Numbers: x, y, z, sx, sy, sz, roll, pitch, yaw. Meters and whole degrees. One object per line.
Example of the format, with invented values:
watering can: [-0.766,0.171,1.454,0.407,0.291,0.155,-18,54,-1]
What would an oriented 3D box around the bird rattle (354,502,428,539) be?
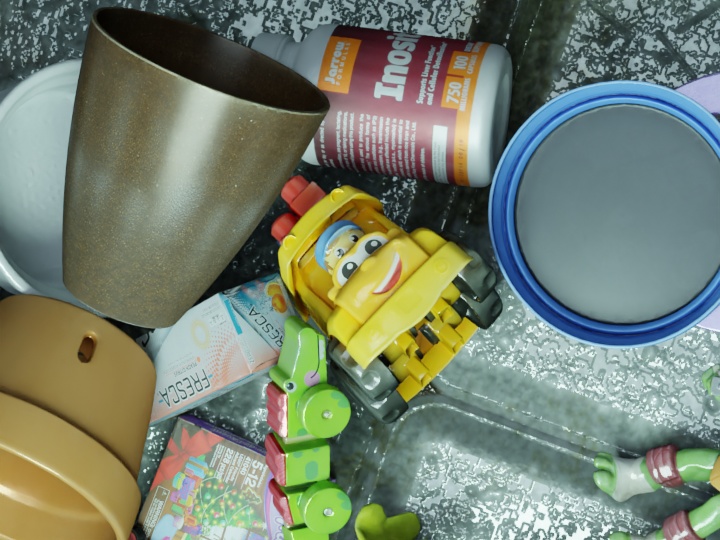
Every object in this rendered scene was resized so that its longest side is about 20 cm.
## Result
bird rattle: [-0.008,0.280,1.728,0.199,0.113,0.164,-30,98,-9]

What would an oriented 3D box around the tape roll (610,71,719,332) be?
tape roll: [0.294,-0.052,1.707,0.199,0.066,0.201,0,90,11]

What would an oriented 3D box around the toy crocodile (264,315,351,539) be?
toy crocodile: [-0.046,0.133,1.655,0.061,0.068,0.201,-8,111,-19]

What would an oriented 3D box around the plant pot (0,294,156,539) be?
plant pot: [-0.244,0.113,1.687,0.199,0.200,0.140,18,61,10]

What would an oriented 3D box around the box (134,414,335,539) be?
box: [-0.120,0.235,1.805,0.136,0.039,0.201,22,95,10]

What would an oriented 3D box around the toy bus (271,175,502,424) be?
toy bus: [0.000,0.000,1.699,0.136,0.200,0.192,-43,77,-6]

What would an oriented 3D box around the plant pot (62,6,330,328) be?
plant pot: [-0.145,-0.066,1.646,0.186,0.187,0.201,26,105,10]

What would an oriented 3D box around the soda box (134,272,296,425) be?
soda box: [-0.127,0.067,1.737,0.200,0.063,0.069,-28,84,49]

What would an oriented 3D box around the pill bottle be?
pill bottle: [0.013,-0.132,1.737,0.199,0.113,0.114,8,92,11]

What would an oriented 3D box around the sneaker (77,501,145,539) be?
sneaker: [-0.187,0.271,1.773,0.087,0.074,0.200,-42,75,20]

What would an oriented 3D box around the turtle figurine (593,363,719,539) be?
turtle figurine: [0.262,0.153,1.658,0.193,0.200,0.144,-25,97,28]

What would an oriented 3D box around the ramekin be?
ramekin: [-0.228,-0.064,1.750,0.200,0.098,0.202,-1,92,-31]

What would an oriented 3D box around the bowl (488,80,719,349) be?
bowl: [0.197,-0.043,1.674,0.199,0.039,0.202,0,91,11]
